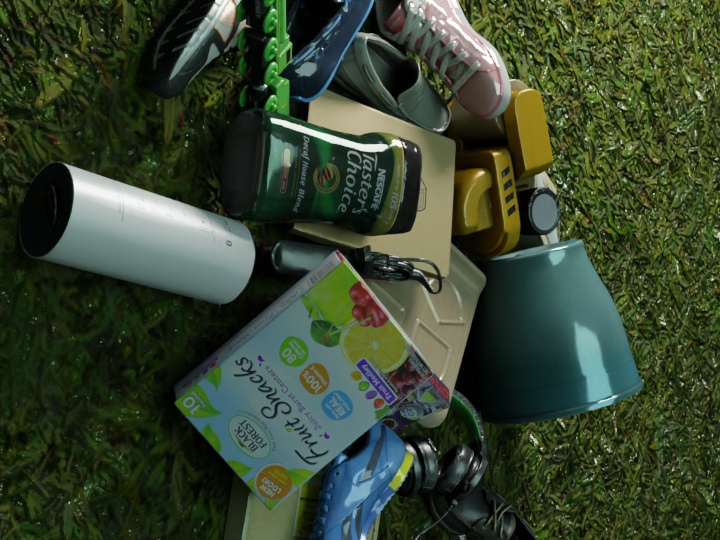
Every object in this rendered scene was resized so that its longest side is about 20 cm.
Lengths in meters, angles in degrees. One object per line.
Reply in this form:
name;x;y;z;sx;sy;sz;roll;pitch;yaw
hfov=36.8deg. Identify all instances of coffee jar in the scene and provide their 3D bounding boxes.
coffee jar;-0.032;-0.090;1.046;0.198;0.085;0.106;5;92;-37

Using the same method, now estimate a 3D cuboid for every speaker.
speaker;-0.187;-0.029;0.928;0.199;0.081;0.082;17;76;-47

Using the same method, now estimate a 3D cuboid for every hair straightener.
hair straightener;0.000;0.000;1.089;0.198;0.077;0.041;12;80;-23

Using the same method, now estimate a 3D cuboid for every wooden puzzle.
wooden puzzle;0.047;0.045;1.198;0.185;0.046;0.201;40;58;-30

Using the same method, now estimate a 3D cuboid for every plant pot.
plant pot;0.222;0.067;1.310;0.199;0.199;0.190;-16;93;-47

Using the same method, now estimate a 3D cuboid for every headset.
headset;0.089;0.218;1.194;0.122;0.094;0.202;14;61;-21

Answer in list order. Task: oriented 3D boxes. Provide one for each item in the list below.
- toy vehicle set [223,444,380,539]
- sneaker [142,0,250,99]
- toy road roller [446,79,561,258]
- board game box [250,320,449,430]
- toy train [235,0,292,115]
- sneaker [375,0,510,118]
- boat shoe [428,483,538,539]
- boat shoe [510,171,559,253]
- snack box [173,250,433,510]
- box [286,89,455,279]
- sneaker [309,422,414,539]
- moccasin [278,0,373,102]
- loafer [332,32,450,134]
toy vehicle set;-0.051;0.234;1.109;0.199;0.026;0.126;22;72;-46
sneaker;-0.129;-0.227;1.008;0.080;0.073;0.201;52;53;-36
toy road roller;0.138;-0.114;1.271;0.145;0.122;0.202;-17;102;-36
board game box;-0.008;0.097;1.099;0.200;0.119;0.032;48;31;-35
toy train;-0.087;-0.205;1.008;0.057;0.041;0.201;-54;162;-35
sneaker;0.082;-0.252;1.211;0.104;0.075;0.201;-14;70;-43
boat shoe;0.157;0.295;1.304;0.200;0.073;0.075;43;58;-38
boat shoe;0.209;-0.099;1.388;0.068;0.074;0.202;-42;124;-50
snack box;-0.052;0.101;0.997;0.200;0.053;0.143;-39;105;0
box;0.017;-0.093;1.156;0.199;0.021;0.165;17;69;-31
sneaker;-0.023;0.237;1.083;0.078;0.066;0.201;43;59;-14
moccasin;-0.033;-0.269;1.104;0.068;0.080;0.202;52;49;-58
loafer;0.042;-0.203;1.199;0.199;0.069;0.071;23;71;-45
